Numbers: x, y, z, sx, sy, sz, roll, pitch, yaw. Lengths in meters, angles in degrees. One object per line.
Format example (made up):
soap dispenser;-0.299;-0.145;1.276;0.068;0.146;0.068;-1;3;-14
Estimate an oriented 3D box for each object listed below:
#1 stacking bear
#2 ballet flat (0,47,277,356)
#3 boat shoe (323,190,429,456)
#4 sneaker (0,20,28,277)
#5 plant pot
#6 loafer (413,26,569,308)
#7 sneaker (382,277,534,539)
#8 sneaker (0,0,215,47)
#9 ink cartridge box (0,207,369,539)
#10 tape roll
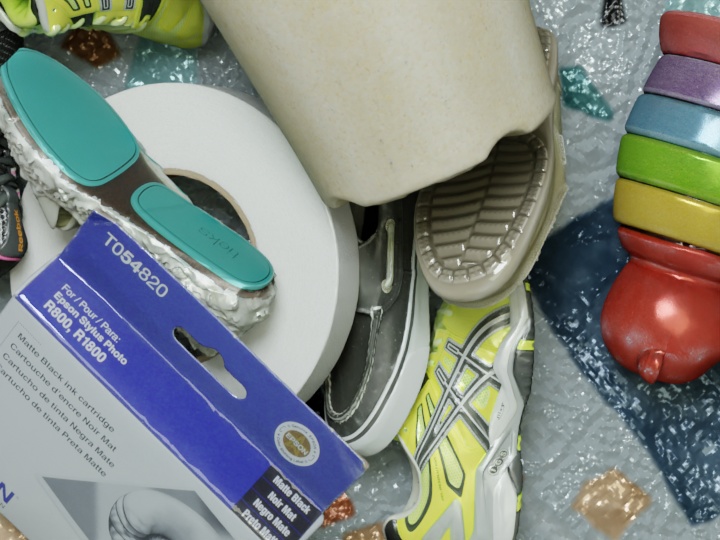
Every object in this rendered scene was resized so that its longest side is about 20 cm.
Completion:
stacking bear;0.193;-0.034;1.178;0.113;0.121;0.202;16;93;-5
ballet flat;-0.131;-0.029;1.105;0.200;0.072;0.072;43;84;12
boat shoe;0.000;0.000;1.170;0.063;0.070;0.202;18;76;-39
sneaker;-0.214;-0.039;1.149;0.086;0.080;0.202;21;99;22
plant pot;0.005;-0.140;1.059;0.199;0.200;0.185;-26;104;-5
loafer;0.081;-0.050;1.146;0.075;0.069;0.201;-3;46;23
sneaker;0.054;0.068;1.175;0.076;0.075;0.202;4;85;-4
sneaker;-0.159;-0.156;1.129;0.199;0.075;0.077;24;74;-44
ink cartridge box;-0.122;0.095;1.112;0.199;0.200;0.041;43;42;0
tape roll;-0.098;-0.001;1.147;0.201;0.037;0.205;1;94;20
